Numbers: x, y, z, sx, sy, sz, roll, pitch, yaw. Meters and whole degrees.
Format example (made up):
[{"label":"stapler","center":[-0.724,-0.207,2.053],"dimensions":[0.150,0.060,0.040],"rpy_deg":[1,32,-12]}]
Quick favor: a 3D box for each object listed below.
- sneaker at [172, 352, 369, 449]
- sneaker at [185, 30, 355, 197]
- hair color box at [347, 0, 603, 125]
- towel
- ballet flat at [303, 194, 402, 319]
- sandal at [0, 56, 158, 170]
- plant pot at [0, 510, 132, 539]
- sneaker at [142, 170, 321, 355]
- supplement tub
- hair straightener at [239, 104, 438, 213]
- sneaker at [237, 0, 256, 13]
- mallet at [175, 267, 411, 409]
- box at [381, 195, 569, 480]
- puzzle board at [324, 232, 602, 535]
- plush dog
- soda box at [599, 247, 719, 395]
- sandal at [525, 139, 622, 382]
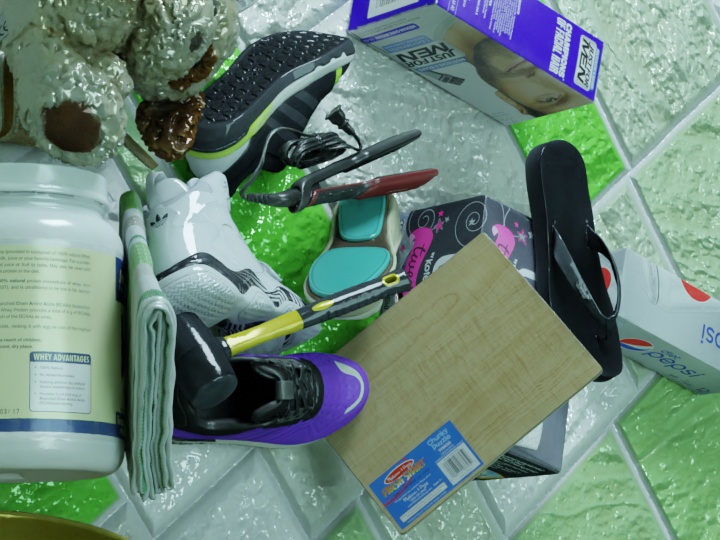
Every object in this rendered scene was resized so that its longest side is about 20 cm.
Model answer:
[{"label":"sneaker","center":[-0.067,0.095,1.638],"dimensions":[0.199,0.099,0.070],"rpy_deg":[-4,81,-32]},{"label":"sneaker","center":[-0.076,-0.120,1.733],"dimensions":[0.200,0.071,0.083],"rpy_deg":[-40,135,-40]},{"label":"hair color box","center":[0.099,-0.196,1.867],"dimensions":[0.200,0.109,0.065],"rpy_deg":[25,66,-37]},{"label":"towel","center":[-0.147,0.047,1.514],"dimensions":[0.031,0.200,0.150],"rpy_deg":[1,114,-11]},{"label":"ballet flat","center":[0.000,0.000,1.734],"dimensions":[0.070,0.069,0.200],"rpy_deg":[57,24,-19]},{"label":"sandal","center":[-0.243,-0.124,1.575],"dimensions":[0.070,0.078,0.212],"rpy_deg":[-46,110,-4]},{"label":"plant pot","center":[-0.223,0.259,1.440],"dimensions":[0.199,0.200,0.143],"rpy_deg":[-3,109,-44]},{"label":"sneaker","center":[-0.099,-0.006,1.661],"dimensions":[0.200,0.075,0.115],"rpy_deg":[26,43,-59]},{"label":"supplement tub","center":[-0.230,0.038,1.485],"dimensions":[0.145,0.145,0.201],"rpy_deg":[7,77,-42]},{"label":"hair straightener","center":[-0.023,-0.088,1.732],"dimensions":[0.199,0.041,0.077],"rpy_deg":[-16,82,-43]},{"label":"sneaker","center":[-0.158,-0.184,1.639],"dimensions":[0.200,0.082,0.075],"rpy_deg":[-27,97,-43]},{"label":"mallet","center":[-0.047,0.046,1.587],"dimensions":[0.199,0.041,0.066],"rpy_deg":[-14,59,-21]},{"label":"box","center":[0.095,0.058,1.810],"dimensions":[0.132,0.114,0.201],"rpy_deg":[24,66,-39]},{"label":"puzzle board","center":[0.065,0.087,1.713],"dimensions":[0.151,0.200,0.017],"rpy_deg":[50,-1,23]},{"label":"plush dog","center":[-0.159,-0.172,1.522],"dimensions":[0.171,0.160,0.201],"rpy_deg":[13,100,-42]},{"label":"soda box","center":[0.278,0.048,2.020],"dimensions":[0.200,0.063,0.069],"rpy_deg":[27,64,-37]},{"label":"sandal","center":[0.176,-0.008,1.791],"dimensions":[0.076,0.043,0.201],"rpy_deg":[-11,88,-44]}]
